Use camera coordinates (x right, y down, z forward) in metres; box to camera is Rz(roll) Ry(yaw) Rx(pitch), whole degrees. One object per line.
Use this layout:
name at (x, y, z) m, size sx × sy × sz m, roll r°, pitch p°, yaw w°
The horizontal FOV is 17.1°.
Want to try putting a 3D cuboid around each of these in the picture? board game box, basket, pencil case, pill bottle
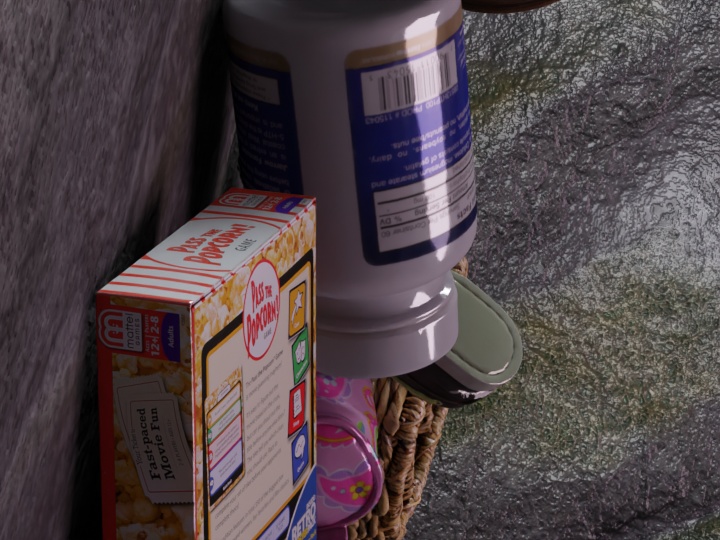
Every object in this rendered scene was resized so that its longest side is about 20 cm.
board game box at (-0.064, 0.080, 1.075) m, size 0.152 × 0.046 × 0.200 m, roll -43°, pitch 137°, yaw -63°
basket at (0.016, 0.099, 1.560) m, size 0.200 × 0.149 × 0.143 m, roll 92°, pitch -18°, yaw -63°
pencil case at (-0.032, 0.072, 1.356) m, size 0.200 × 0.087 × 0.087 m, roll -98°, pitch -166°, yaw -61°
pill bottle at (-0.002, -0.053, 1.226) m, size 0.120 × 0.120 × 0.200 m, roll -72°, pitch 160°, yaw -62°

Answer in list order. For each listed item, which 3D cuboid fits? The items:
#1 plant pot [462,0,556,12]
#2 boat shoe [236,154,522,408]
plant pot at (0.075, -0.283, 1.499) m, size 0.198 × 0.200 × 0.200 m, roll 36°, pitch 63°, yaw -76°
boat shoe at (0.000, 0.000, 1.351) m, size 0.072 × 0.201 × 0.061 m, roll -47°, pitch -176°, yaw -38°
